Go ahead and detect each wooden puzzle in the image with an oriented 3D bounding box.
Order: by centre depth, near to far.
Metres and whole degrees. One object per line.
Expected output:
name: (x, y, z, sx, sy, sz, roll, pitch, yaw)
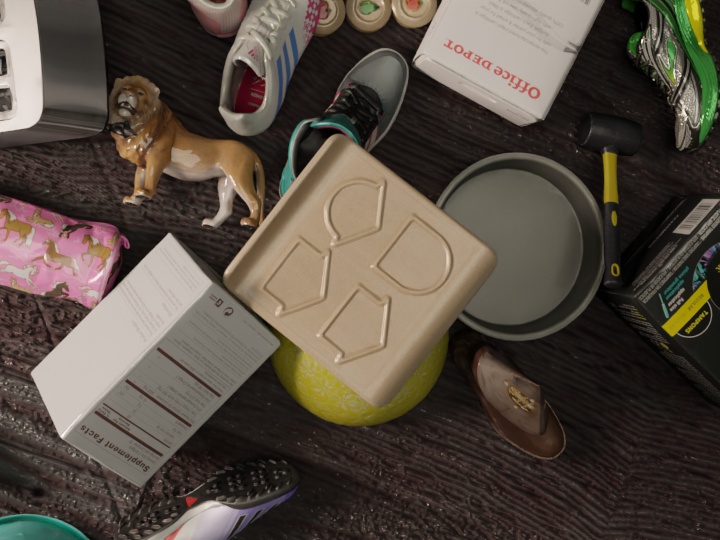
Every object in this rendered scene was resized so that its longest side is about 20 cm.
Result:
wooden puzzle: (0.000, 0.000, 0.942, 0.200, 0.046, 0.185, 38, 91, 0)

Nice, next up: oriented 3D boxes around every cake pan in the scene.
cake pan: (0.165, -0.025, 1.064, 0.200, 0.037, 0.201, 0, 90, -9)

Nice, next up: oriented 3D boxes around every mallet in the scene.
mallet: (0.275, -0.075, 1.046, 0.066, 0.041, 0.200, 3, 68, -14)

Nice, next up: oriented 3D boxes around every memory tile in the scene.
memory tile: (0.003, -0.353, 1.043, 0.153, 0.017, 0.200, -5, 93, -7)

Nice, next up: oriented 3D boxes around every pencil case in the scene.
pencil case: (-0.336, -0.028, 0.987, 0.200, 0.083, 0.087, 19, 130, -8)

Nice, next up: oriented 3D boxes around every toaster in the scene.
toaster: (-0.333, -0.206, 0.928, 0.200, 0.119, 0.181, -4, 95, 18)

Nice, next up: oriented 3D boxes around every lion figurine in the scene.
lion figurine: (-0.171, -0.115, 1.015, 0.200, 0.072, 0.123, 19, 73, -22)

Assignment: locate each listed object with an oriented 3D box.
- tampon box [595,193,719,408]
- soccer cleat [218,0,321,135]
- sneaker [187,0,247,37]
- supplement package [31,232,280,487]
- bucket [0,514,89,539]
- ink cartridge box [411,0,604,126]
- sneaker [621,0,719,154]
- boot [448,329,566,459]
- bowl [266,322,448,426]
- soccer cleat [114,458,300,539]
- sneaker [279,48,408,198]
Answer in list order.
tampon box: (0.384, 0.037, 1.055, 0.200, 0.126, 0.150, 42, 88, -7)
soccer cleat: (-0.091, -0.233, 0.995, 0.070, 0.086, 0.200, 17, 92, 11)
sneaker: (-0.169, -0.335, 0.980, 0.075, 0.105, 0.200, -25, 95, -3)
supplement package: (-0.202, 0.087, 0.971, 0.200, 0.117, 0.117, -45, 132, -2)
bucket: (-0.348, 0.346, 0.976, 0.207, 0.135, 0.208, 0, 94, -7)
ink cartridge box: (0.162, -0.272, 1.033, 0.146, 0.083, 0.200, 27, 89, -8)
sneaker: (0.331, -0.222, 1.069, 0.085, 0.078, 0.200, -13, 86, 1)
boot: (0.166, 0.142, 0.996, 0.064, 0.200, 0.186, -45, 97, -3)
bowl: (0.003, 0.071, 1.020, 0.200, 0.108, 0.201, 0, 93, -6)
soccer cleat: (-0.154, 0.262, 1.039, 0.200, 0.068, 0.073, -22, 119, -9)
sneaker: (-0.013, -0.147, 0.999, 0.084, 0.121, 0.200, 34, 88, -8)
